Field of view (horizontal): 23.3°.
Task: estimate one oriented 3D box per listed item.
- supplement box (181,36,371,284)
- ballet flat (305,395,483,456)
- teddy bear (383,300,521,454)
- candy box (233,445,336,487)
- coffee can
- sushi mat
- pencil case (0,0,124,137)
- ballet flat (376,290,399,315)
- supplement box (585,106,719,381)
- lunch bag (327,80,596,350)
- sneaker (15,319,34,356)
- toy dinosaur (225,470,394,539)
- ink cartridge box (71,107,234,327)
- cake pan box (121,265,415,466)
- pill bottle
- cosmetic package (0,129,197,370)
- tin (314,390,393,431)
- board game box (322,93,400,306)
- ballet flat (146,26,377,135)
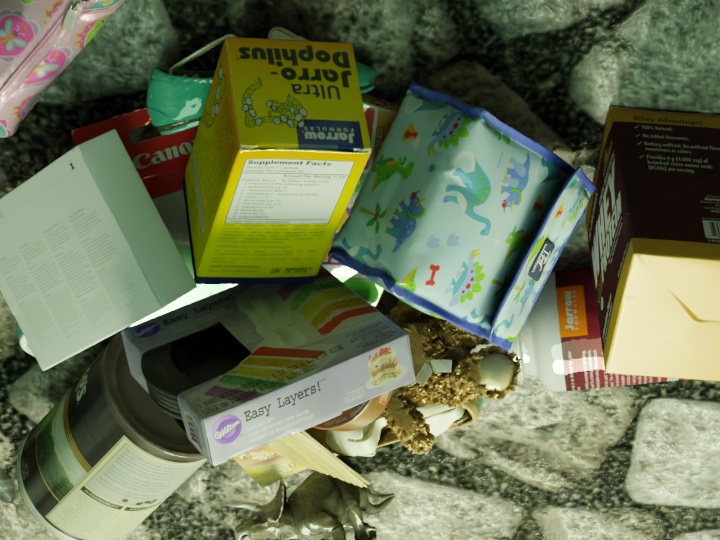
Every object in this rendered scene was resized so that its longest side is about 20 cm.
[{"bbox_3d":[-0.073,-0.086,1.433,0.108,0.110,0.200,0,149,-18],"label":"supplement box"},{"bbox_3d":[0.023,0.142,1.666,0.198,0.063,0.069,-20,127,16],"label":"ballet flat"},{"bbox_3d":[0.055,0.090,1.603,0.199,0.146,0.067,-34,162,16],"label":"teddy bear"},{"bbox_3d":[-0.048,0.129,1.734,0.199,0.056,0.116,-26,125,21],"label":"candy box"},{"bbox_3d":[-0.226,0.159,1.687,0.146,0.147,0.200,27,134,-20],"label":"coffee can"},{"bbox_3d":[-0.065,0.161,1.639,0.095,0.012,0.200,17,165,28],"label":"sushi mat"},{"bbox_3d":[-0.269,-0.199,1.445,0.087,0.088,0.200,33,125,-24],"label":"pencil case"},{"bbox_3d":[0.000,0.000,1.637,0.200,0.046,0.068,38,94,-33],"label":"ballet flat"},{"bbox_3d":[0.306,-0.022,1.501,0.195,0.201,0.134,4,131,-2],"label":"supplement box"},{"bbox_3d":[0.100,-0.037,1.483,0.199,0.127,0.171,27,92,-42],"label":"lunch bag"},{"bbox_3d":[-0.232,0.022,1.633,0.199,0.081,0.077,-24,124,18],"label":"sneaker"},{"bbox_3d":[-0.030,0.241,1.781,0.199,0.103,0.077,-20,169,-38],"label":"toy dinosaur"},{"bbox_3d":[-0.153,-0.052,1.548,0.160,0.050,0.201,-18,127,-10],"label":"ink cartridge box"},{"bbox_3d":[-0.083,0.072,1.457,0.198,0.184,0.053,-21,118,-20],"label":"cake pan box"},{"bbox_3d":[0.222,0.053,1.624,0.198,0.114,0.114,-7,130,7],"label":"pill bottle"},{"bbox_3d":[-0.244,-0.014,1.511,0.199,0.052,0.152,-25,96,46],"label":"cosmetic package"},{"bbox_3d":[-0.051,0.080,1.594,0.199,0.113,0.042,13,-179,38],"label":"tin"},{"bbox_3d":[0.000,-0.054,1.548,0.095,0.030,0.201,17,118,-13],"label":"board game box"},{"bbox_3d":[-0.086,-0.168,1.477,0.198,0.067,0.071,-12,105,-1],"label":"ballet flat"}]
